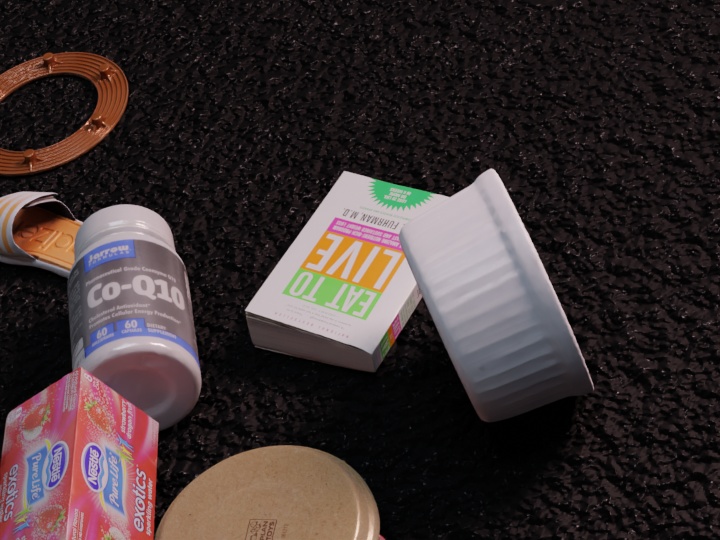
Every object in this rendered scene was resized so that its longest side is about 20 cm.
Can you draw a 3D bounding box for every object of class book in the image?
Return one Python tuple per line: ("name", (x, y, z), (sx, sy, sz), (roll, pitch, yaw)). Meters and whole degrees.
("book", (0.000, 0.000, 1.666), (0.132, 0.048, 0.201), (14, 50, 24))

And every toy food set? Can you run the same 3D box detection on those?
("toy food set", (-0.074, 0.224, 1.455), (0.196, 0.049, 0.201), (-13, 43, 4))

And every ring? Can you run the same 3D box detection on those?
("ring", (-0.349, -0.177, 1.972), (0.198, 0.019, 0.202), (-9, 44, 8))

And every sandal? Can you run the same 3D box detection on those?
("sandal", (-0.315, -0.045, 1.797), (0.205, 0.060, 0.079), (14, 52, 30))

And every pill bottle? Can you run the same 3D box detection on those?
("pill bottle", (-0.208, 0.040, 1.637), (0.113, 0.114, 0.201), (-16, 43, 2))

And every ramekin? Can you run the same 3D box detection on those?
("ramekin", (0.108, 0.027, 1.492), (0.097, 0.201, 0.201), (-24, 43, 3))

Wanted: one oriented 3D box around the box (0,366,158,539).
("box", (-0.233, 0.195, 1.480), (0.095, 0.100, 0.201), (-32, 37, 25))
